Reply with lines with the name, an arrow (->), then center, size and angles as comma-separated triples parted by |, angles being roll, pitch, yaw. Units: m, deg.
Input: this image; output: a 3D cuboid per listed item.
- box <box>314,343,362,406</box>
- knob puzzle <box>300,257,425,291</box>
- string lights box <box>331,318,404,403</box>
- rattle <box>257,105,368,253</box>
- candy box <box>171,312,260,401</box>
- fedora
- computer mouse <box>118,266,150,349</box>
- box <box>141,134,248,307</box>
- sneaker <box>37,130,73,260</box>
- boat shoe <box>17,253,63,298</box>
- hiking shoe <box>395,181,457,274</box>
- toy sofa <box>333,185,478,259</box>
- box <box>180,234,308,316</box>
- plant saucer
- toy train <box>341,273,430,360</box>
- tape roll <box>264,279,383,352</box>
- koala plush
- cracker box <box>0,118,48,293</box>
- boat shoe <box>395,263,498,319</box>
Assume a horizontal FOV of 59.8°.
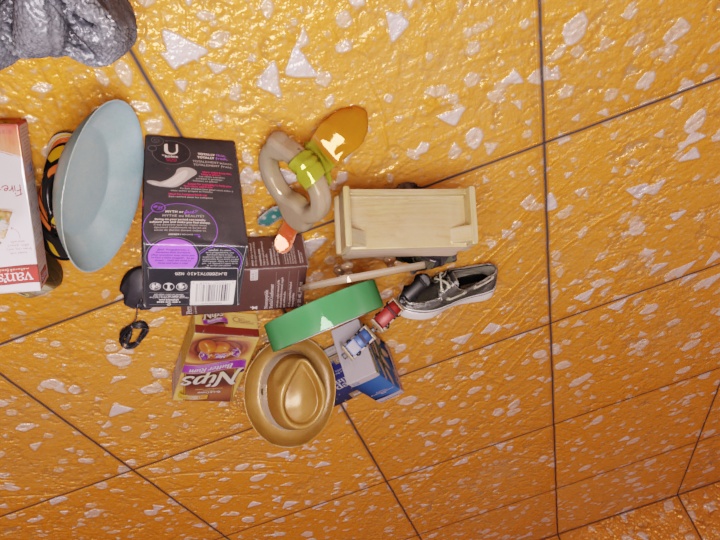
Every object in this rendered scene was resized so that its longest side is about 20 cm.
box -> -0.043, 0.224, 1.291 | 0.119, 0.033, 0.201 | -26, 139, 10
knob puzzle -> 0.000, 0.000, 0.929 | 0.214, 0.031, 0.220 | -10, 179, 0
string lights box -> 0.016, 0.173, 1.163 | 0.058, 0.105, 0.200 | -24, 154, 9
rattle -> -0.072, -0.129, 0.891 | 0.128, 0.145, 0.202 | 22, 149, 10
candy box -> -0.264, 0.158, 1.127 | 0.114, 0.057, 0.202 | 6, 135, -25
fedora -> -0.116, 0.222, 1.140 | 0.196, 0.206, 0.081 | 8, 171, -26
computer mouse -> -0.363, 0.069, 1.014 | 0.057, 0.035, 0.202 | 4, 135, -23
box -> -0.213, -0.065, 0.789 | 0.119, 0.203, 0.107 | 1, 137, -19
sneaker -> -0.385, -0.073, 0.806 | 0.068, 0.091, 0.202 | 8, 131, -24
boat shoe -> -0.504, -0.019, 0.840 | 0.066, 0.075, 0.200 | -30, 133, 20
hiking shoe -> 0.085, -0.054, 0.994 | 0.099, 0.077, 0.201 | -29, 138, 9
toy sofa -> 0.061, -0.068, 0.883 | 0.195, 0.085, 0.098 | -2, 172, -10
box -> -0.184, 0.007, 0.976 | 0.195, 0.076, 0.101 | -3, 138, -13
plant saucer -> -0.314, -0.102, 0.737 | 0.038, 0.204, 0.204 | 13, 135, 0
toy train -> 0.044, 0.078, 1.050 | 0.200, 0.034, 0.046 | -44, 179, -3
tape roll -> -0.059, 0.074, 1.026 | 0.196, 0.049, 0.200 | -22, 175, -2
koala plush -> -0.334, -0.246, 0.582 | 0.197, 0.180, 0.184 | -25, 149, 5
cracker box -> -0.458, -0.074, 0.743 | 0.131, 0.058, 0.205 | -4, 111, -16
boat shoe -> 0.153, 0.028, 1.118 | 0.195, 0.071, 0.064 | -15, 141, -14
